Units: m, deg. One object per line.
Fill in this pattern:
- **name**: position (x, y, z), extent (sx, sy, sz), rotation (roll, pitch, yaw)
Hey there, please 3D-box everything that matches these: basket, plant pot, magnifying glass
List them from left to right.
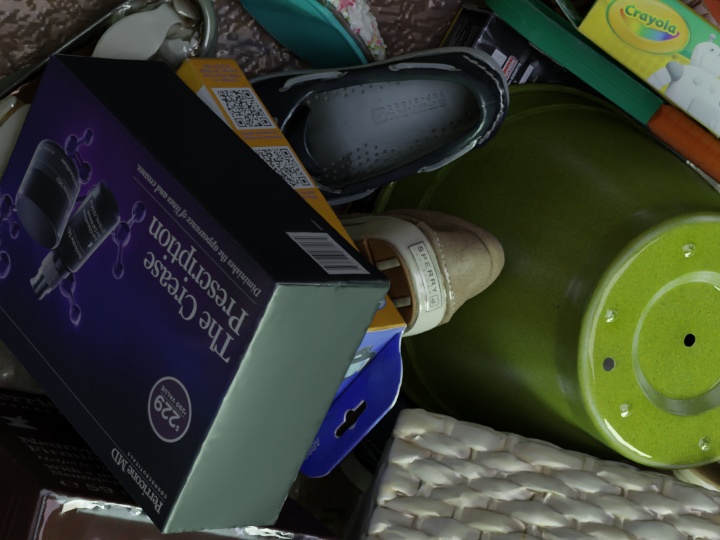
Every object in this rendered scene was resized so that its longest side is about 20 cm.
- **basket**: position (0.073, 0.197, 1.157), extent (0.198, 0.161, 0.199), rotation (15, 61, 3)
- **plant pot**: position (0.128, 0.016, 1.209), extent (0.199, 0.193, 0.202), rotation (-6, 105, -21)
- **magnifying glass**: position (0.145, -0.094, 1.226), extent (0.022, 0.200, 0.079), rotation (-52, 155, 11)

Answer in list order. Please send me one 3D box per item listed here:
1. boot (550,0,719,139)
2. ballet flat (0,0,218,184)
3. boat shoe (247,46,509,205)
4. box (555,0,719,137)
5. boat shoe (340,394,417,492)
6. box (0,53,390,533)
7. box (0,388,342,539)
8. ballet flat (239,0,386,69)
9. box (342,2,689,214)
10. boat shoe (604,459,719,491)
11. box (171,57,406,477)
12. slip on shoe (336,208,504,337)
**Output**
- **boot**: position (0.183, -0.131, 1.323), extent (0.200, 0.107, 0.075), rotation (45, 107, -2)
- **ballet flat**: position (-0.156, -0.083, 1.179), extent (0.200, 0.064, 0.068), rotation (-39, 87, -12)
- **boat shoe**: position (-0.021, -0.071, 1.202), extent (0.199, 0.060, 0.076), rotation (-20, 99, 14)
- **box**: position (0.186, -0.101, 1.213), extent (0.199, 0.117, 0.049), rotation (35, 99, 4)
- **boat shoe**: position (0.083, 0.133, 1.339), extent (0.199, 0.075, 0.062), rotation (30, 101, -18)
- **box**: position (-0.095, 0.008, 1.106), extent (0.078, 0.200, 0.142), rotation (-1, 124, -43)
- **box**: position (-0.135, 0.172, 1.177), extent (0.165, 0.200, 0.166), rotation (12, 98, -26)
- **ballet flat**: position (-0.053, -0.172, 1.206), extent (0.199, 0.075, 0.064), rotation (34, 71, -30)
- **box**: position (0.076, -0.024, 1.310), extent (0.159, 0.049, 0.201), rotation (30, 90, -24)
- **boat shoe**: position (0.172, 0.126, 1.309), extent (0.071, 0.200, 0.065), rotation (37, 90, 0)
- **box**: position (-0.059, 0.006, 1.160), extent (0.041, 0.201, 0.119), rotation (-3, 143, -48)
- **slip on shoe**: position (0.000, 0.000, 1.201), extent (0.060, 0.200, 0.077), rotation (-21, 95, -29)
